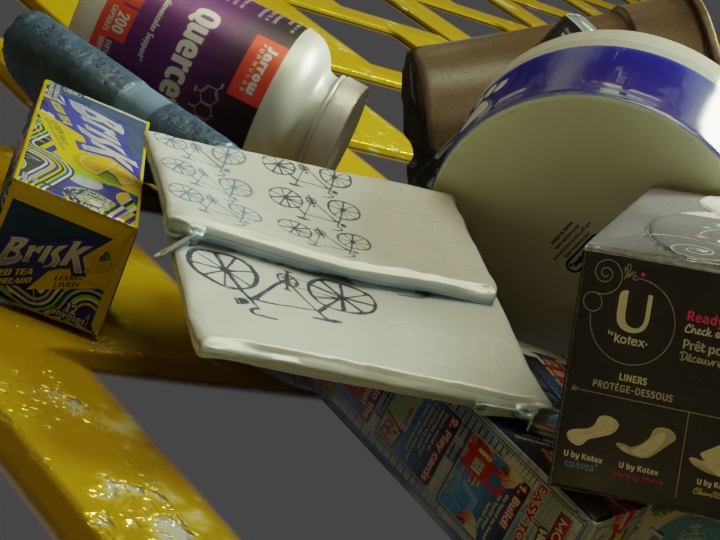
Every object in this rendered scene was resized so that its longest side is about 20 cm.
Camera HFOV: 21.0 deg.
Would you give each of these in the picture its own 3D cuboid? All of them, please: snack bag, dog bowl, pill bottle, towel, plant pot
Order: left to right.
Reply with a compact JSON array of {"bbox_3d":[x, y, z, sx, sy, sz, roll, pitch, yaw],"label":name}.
[{"bbox_3d":[-0.131,-0.082,1.189,0.199,0.049,0.112,35,-6,22],"label":"towel"},{"bbox_3d":[-0.099,-0.135,1.335,0.198,0.113,0.112,26,16,5],"label":"pill bottle"},{"bbox_3d":[-0.012,-0.001,0.959,0.187,0.022,0.201,13,28,-19],"label":"snack bag"},{"bbox_3d":[0.134,-0.086,1.327,0.196,0.202,0.201,-5,21,-5],"label":"plant pot"},{"bbox_3d":[0.139,-0.027,1.088,0.199,0.201,0.079,27,38,6],"label":"dog bowl"}]

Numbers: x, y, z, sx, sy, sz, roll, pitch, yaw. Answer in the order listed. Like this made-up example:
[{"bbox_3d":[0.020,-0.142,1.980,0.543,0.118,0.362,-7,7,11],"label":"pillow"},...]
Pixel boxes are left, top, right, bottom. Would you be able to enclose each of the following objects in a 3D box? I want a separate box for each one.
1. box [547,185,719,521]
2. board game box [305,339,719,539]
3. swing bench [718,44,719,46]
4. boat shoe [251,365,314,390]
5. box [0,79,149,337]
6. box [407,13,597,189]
[{"bbox_3d":[0.178,0.035,0.923,0.131,0.116,0.200,10,14,16],"label":"box"},{"bbox_3d":[0.097,0.104,0.966,0.199,0.062,0.200,18,19,-30],"label":"board game box"},{"bbox_3d":[0.285,-0.035,1.491,0.129,0.202,0.199,-17,37,-31],"label":"swing bench"},{"bbox_3d":[-0.012,0.026,1.050,0.199,0.076,0.072,22,7,-32],"label":"boat shoe"},{"bbox_3d":[-0.156,-0.039,1.035,0.069,0.065,0.200,22,16,-12],"label":"box"},{"bbox_3d":[0.145,-0.032,1.197,0.200,0.161,0.049,45,20,9],"label":"box"}]
